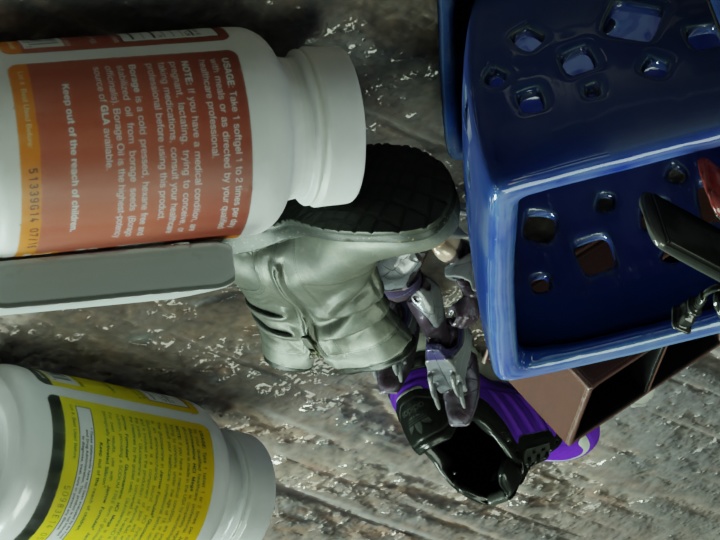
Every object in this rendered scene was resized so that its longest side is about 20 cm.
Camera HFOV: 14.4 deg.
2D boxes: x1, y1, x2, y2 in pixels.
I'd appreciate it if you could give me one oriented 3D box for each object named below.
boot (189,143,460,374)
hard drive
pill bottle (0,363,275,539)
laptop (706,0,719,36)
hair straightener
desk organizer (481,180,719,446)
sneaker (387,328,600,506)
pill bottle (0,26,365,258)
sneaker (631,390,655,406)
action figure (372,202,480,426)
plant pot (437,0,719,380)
[{"bbox_3d":[0.000,0.000,1.599,0.199,0.068,0.131,-3,134,42],"label":"boot"},{"bbox_3d":[-0.149,0.006,1.568,0.131,0.026,0.200,-6,179,-12],"label":"hard drive"},{"bbox_3d":[-0.155,0.128,1.768,0.199,0.113,0.112,14,137,-38],"label":"pill bottle"},{"bbox_3d":[0.244,-0.198,1.357,0.187,0.116,0.200,-28,153,-43],"label":"laptop"},{"bbox_3d":[0.194,0.003,1.473,0.077,0.041,0.200,-30,150,21],"label":"hair straightener"},{"bbox_3d":[0.176,0.015,1.699,0.199,0.077,0.072,-31,156,-27],"label":"desk organizer"},{"bbox_3d":[0.089,0.112,1.860,0.069,0.100,0.200,-34,143,30],"label":"sneaker"},{"bbox_3d":[-0.103,-0.069,1.491,0.199,0.113,0.112,-5,146,-16],"label":"pill bottle"},{"bbox_3d":[0.140,0.018,1.787,0.087,0.075,0.200,-49,141,18],"label":"sneaker"},{"bbox_3d":[0.024,0.013,1.696,0.129,0.070,0.200,8,151,20],"label":"action figure"},{"bbox_3d":[0.142,-0.081,1.517,0.199,0.181,0.200,-13,147,-4],"label":"plant pot"}]
